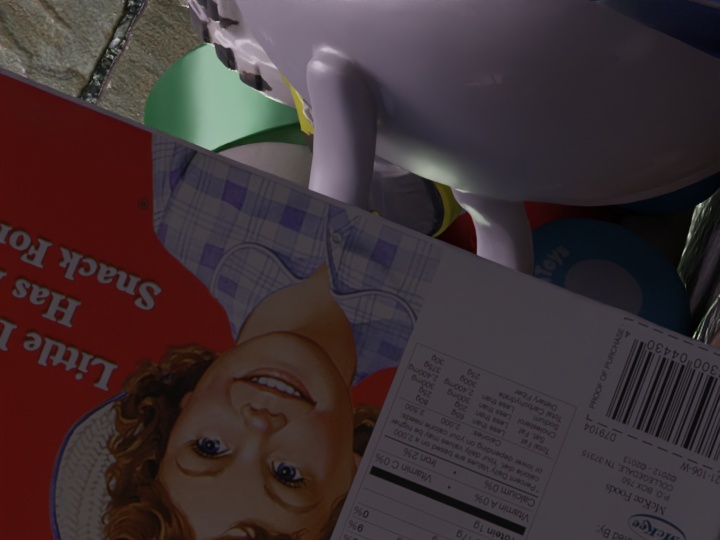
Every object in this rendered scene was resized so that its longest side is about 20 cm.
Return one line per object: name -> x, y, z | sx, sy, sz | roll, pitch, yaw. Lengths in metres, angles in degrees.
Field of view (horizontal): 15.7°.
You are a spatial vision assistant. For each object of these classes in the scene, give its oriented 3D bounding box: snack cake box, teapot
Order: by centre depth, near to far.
snack cake box -> -0.021, 0.043, 0.591 | 0.067, 0.200, 0.115 | 104, -172, -82
teapot -> 0.062, -0.085, 0.705 | 0.146, 0.200, 0.198 | 58, -164, -45

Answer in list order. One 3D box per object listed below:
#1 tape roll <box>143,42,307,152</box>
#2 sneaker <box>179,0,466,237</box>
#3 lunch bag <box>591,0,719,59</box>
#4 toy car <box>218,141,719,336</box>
tape roll -> 0.017, -0.040, 1.001 | 0.200, 0.200, 0.048 | 111, 159, -65
sneaker -> 0.000, -0.091, 0.829 | 0.085, 0.200, 0.075 | -24, -33, -18
lunch bag -> 0.090, -0.148, 0.531 | 0.132, 0.136, 0.200 | -48, -18, -89
toy car -> 0.000, 0.000, 0.872 | 0.184, 0.200, 0.177 | 112, 180, -53
